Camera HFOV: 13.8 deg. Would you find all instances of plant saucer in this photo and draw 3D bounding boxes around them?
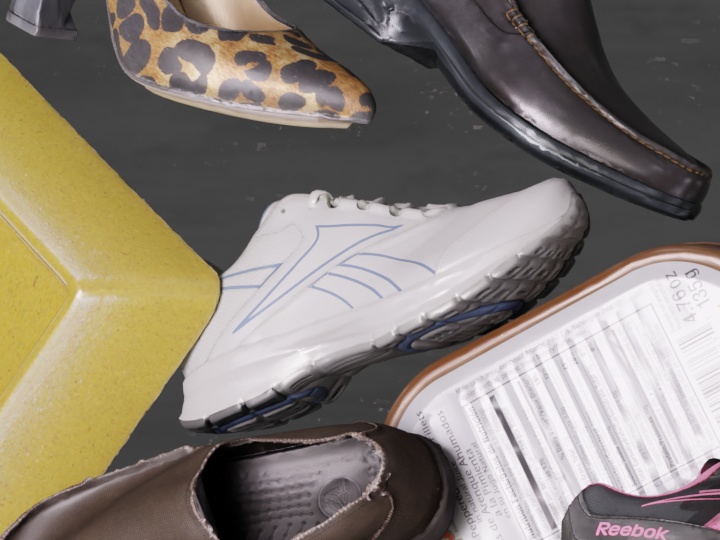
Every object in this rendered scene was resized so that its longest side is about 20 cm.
[{"bbox_3d":[-0.182,0.024,1.293,0.200,0.048,0.200,44,106,33],"label":"plant saucer"}]

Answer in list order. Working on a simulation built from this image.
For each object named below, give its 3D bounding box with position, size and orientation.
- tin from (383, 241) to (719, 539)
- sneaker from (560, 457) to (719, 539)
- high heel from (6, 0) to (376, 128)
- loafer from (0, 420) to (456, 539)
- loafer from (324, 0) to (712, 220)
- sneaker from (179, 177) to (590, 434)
[{"bbox_3d":[0.096,0.063,1.209,0.200,0.042,0.112,-30,74,20],"label":"tin"},{"bbox_3d":[0.167,0.101,1.130,0.096,0.199,0.079,-114,23,-46],"label":"sneaker"},{"bbox_3d":[-0.062,-0.146,1.256,0.199,0.071,0.143,23,104,30],"label":"high heel"},{"bbox_3d":[-0.064,0.097,1.200,0.199,0.071,0.073,-18,63,10],"label":"loafer"},{"bbox_3d":[0.068,-0.094,1.206,0.200,0.073,0.072,38,98,18],"label":"loafer"},{"bbox_3d":[0.000,0.000,1.232,0.199,0.074,0.087,-23,76,20],"label":"sneaker"}]
